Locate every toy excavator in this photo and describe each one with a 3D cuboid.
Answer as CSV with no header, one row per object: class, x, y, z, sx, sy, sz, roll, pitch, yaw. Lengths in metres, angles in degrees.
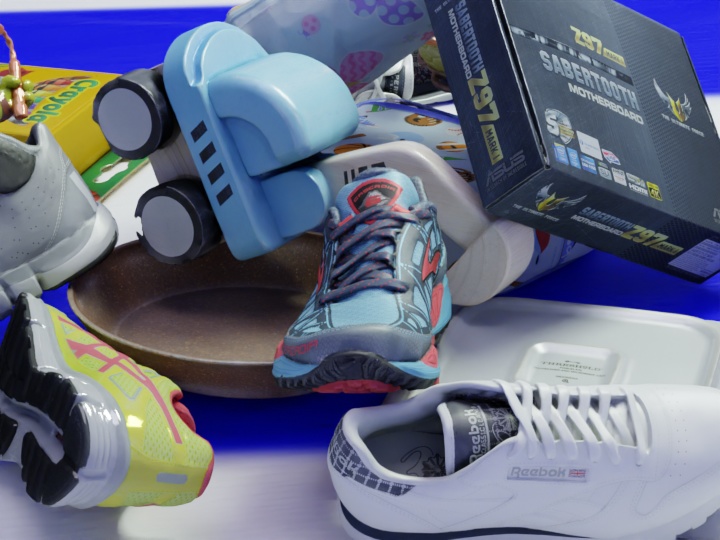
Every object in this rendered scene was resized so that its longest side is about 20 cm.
toy excavator,-0.023,-0.057,1.098,0.200,0.195,0.100,-18,7,34

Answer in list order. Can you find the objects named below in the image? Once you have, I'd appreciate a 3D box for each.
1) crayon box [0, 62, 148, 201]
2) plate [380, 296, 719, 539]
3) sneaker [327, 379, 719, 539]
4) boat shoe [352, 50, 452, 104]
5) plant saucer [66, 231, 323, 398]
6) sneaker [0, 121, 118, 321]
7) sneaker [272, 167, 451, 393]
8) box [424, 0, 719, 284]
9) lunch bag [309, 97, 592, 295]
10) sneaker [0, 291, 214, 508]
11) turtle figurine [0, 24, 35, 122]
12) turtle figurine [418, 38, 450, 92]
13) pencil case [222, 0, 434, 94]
crayon box,-0.244,-0.098,1.361,0.200,0.051,0.127,7,26,17
plate,0.107,0.063,1.020,0.199,0.032,0.200,7,27,16
sneaker,0.085,0.082,0.899,0.199,0.081,0.077,-9,53,-3
boat shoe,0.018,-0.144,1.432,0.200,0.072,0.068,-6,24,-30
plant saucer,-0.060,0.025,1.091,0.200,0.037,0.200,1,21,0
sneaker,-0.237,-0.014,1.061,0.200,0.116,0.075,-35,18,-24
sneaker,0.000,0.000,0.959,0.079,0.096,0.200,-2,13,6
box,0.131,-0.088,1.124,0.200,0.051,0.158,18,48,-43
lunch bag,0.043,-0.052,1.221,0.200,0.076,0.160,19,30,35
sneaker,-0.131,0.072,0.985,0.090,0.078,0.200,13,14,-26
turtle figurine,-0.245,-0.055,1.139,0.064,0.162,0.200,-16,11,27
turtle figurine,0.075,-0.138,1.273,0.064,0.161,0.200,-47,43,6
pencil case,0.014,-0.168,1.170,0.091,0.200,0.083,25,38,-52
